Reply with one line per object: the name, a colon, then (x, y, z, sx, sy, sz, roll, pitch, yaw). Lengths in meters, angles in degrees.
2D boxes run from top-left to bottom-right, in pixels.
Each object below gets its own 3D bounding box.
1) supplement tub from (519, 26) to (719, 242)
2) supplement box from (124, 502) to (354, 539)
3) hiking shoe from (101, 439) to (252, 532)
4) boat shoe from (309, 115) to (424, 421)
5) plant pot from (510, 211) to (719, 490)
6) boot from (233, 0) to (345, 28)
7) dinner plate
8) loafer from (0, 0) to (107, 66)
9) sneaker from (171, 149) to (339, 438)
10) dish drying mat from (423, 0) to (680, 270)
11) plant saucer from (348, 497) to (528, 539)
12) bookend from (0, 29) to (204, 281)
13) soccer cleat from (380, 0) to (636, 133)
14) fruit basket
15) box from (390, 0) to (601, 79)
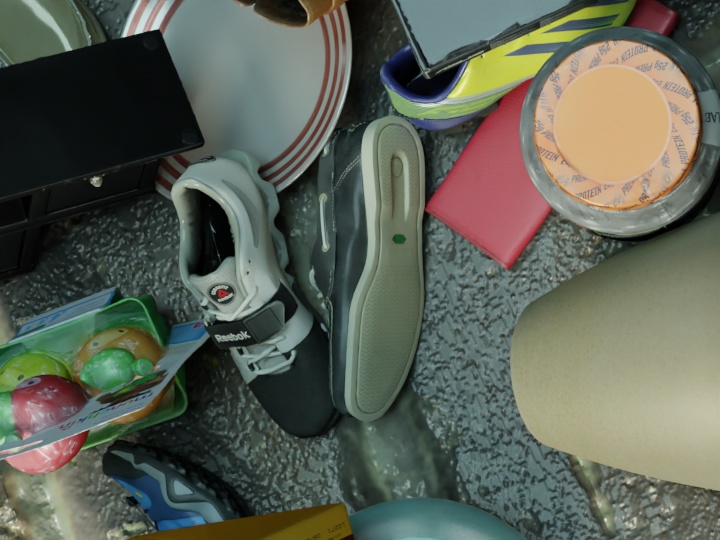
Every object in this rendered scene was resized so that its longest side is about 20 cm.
supplement tub: (0.161, -0.081, 1.410, 0.121, 0.200, 0.124, 0, 89, 9)
supplement box: (-0.094, 0.267, 1.432, 0.196, 0.132, 0.202, -14, 92, 41)
hiking shoe: (-0.105, 0.187, 1.540, 0.199, 0.074, 0.087, 34, 93, 22)
boat shoe: (0.000, 0.000, 1.545, 0.067, 0.072, 0.202, -3, 80, 39)
plant pot: (0.197, 0.053, 1.408, 0.199, 0.187, 0.189, -8, 78, 33)
boot: (0.003, -0.204, 1.513, 0.199, 0.155, 0.077, 29, 129, 10)
dinner plate: (-0.086, -0.139, 1.606, 0.199, 0.024, 0.202, -4, 81, 30)
loafer: (-0.249, -0.195, 1.664, 0.076, 0.068, 0.201, -40, 67, 13)
sneaker: (-0.079, 0.023, 1.539, 0.074, 0.088, 0.201, -23, 89, 26)
dish drying mat: (0.127, -0.102, 1.535, 0.077, 0.018, 0.201, 36, 95, 23)
plant saucer: (0.040, 0.245, 1.471, 0.198, 0.027, 0.202, 1, 94, 9)
bookend: (-0.228, -0.058, 1.599, 0.197, 0.200, 0.093, -17, 71, -21)
soccer cleat: (0.101, -0.160, 1.503, 0.200, 0.084, 0.065, -35, 56, 17)
fruit basket: (-0.197, 0.080, 1.525, 0.184, 0.200, 0.094, -20, 96, 17)
box: (0.091, -0.248, 1.456, 0.199, 0.048, 0.194, -23, 85, 4)
